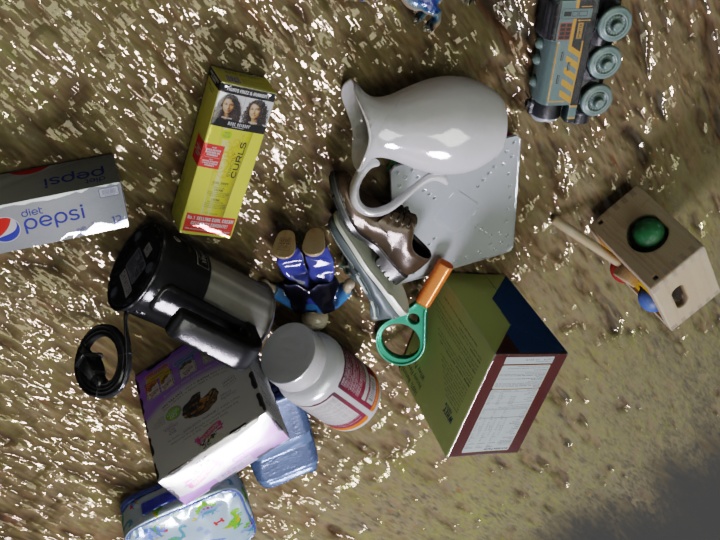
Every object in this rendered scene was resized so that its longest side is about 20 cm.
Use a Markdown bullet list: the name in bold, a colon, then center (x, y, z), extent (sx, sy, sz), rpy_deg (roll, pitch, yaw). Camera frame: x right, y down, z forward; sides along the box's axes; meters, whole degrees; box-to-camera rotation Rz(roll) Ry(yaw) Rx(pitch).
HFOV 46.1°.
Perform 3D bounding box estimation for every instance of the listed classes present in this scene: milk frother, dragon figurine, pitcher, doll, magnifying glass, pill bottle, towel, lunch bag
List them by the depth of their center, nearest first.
- **dragon figurine**: center (0.089, -0.350, 0.980), extent (0.199, 0.059, 0.100), rpy_deg (-33, 132, 2)
- **pitcher**: center (0.079, -0.157, 1.073), extent (0.197, 0.121, 0.174), rpy_deg (-4, 110, -16)
- **milk frother**: center (-0.238, 0.078, 1.079), extent (0.199, 0.182, 0.187), rpy_deg (-39, 132, 24)
- **doll**: center (-0.076, 0.019, 1.171), extent (0.134, 0.049, 0.201), rpy_deg (-3, 145, 5)
- **pill bottle**: center (-0.057, 0.156, 1.239), extent (0.109, 0.110, 0.200), rpy_deg (-38, 142, 6)
- **magnifying glass**: center (0.085, 0.065, 1.282), extent (0.079, 0.022, 0.201), rpy_deg (28, 120, 1)
- **towel**: center (-0.132, 0.259, 1.342), extent (0.110, 0.049, 0.202), rpy_deg (-19, 131, -11)
- **lunch bag**: center (-0.274, 0.397, 1.355), extent (0.198, 0.083, 0.162), rpy_deg (-22, 132, -9)

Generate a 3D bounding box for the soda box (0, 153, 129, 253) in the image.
- **soda box**: center (-0.371, -0.073, 0.962), extent (0.197, 0.069, 0.064), rpy_deg (-13, 131, -16)

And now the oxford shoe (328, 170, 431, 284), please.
- **oxford shoe**: center (0.029, -0.072, 1.138), extent (0.084, 0.073, 0.200), rpy_deg (-28, 129, 21)

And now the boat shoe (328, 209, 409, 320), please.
- **boat shoe**: center (0.000, 0.000, 1.195), extent (0.061, 0.073, 0.201), rpy_deg (-21, 127, 21)

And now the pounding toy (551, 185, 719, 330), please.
- **pounding toy**: center (0.432, -0.024, 1.327), extent (0.142, 0.185, 0.200), rpy_deg (-40, 140, 7)

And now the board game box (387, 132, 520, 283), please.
- **board game box**: center (0.133, -0.090, 1.221), extent (0.197, 0.026, 0.202), rpy_deg (-16, 129, -14)

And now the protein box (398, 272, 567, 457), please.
- **protein box**: center (0.181, 0.143, 1.302), extent (0.133, 0.199, 0.202), rpy_deg (3, 124, -26)

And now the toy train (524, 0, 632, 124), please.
- **toy train**: center (0.280, -0.286, 1.113), extent (0.112, 0.086, 0.202), rpy_deg (-3, 129, -8)

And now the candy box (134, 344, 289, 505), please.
- **candy box**: center (-0.205, 0.185, 1.148), extent (0.167, 0.201, 0.072), rpy_deg (-32, 132, 1)

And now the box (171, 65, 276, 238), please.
- **box**: center (-0.168, -0.139, 1.022), extent (0.074, 0.050, 0.202), rpy_deg (7, 122, -30)
